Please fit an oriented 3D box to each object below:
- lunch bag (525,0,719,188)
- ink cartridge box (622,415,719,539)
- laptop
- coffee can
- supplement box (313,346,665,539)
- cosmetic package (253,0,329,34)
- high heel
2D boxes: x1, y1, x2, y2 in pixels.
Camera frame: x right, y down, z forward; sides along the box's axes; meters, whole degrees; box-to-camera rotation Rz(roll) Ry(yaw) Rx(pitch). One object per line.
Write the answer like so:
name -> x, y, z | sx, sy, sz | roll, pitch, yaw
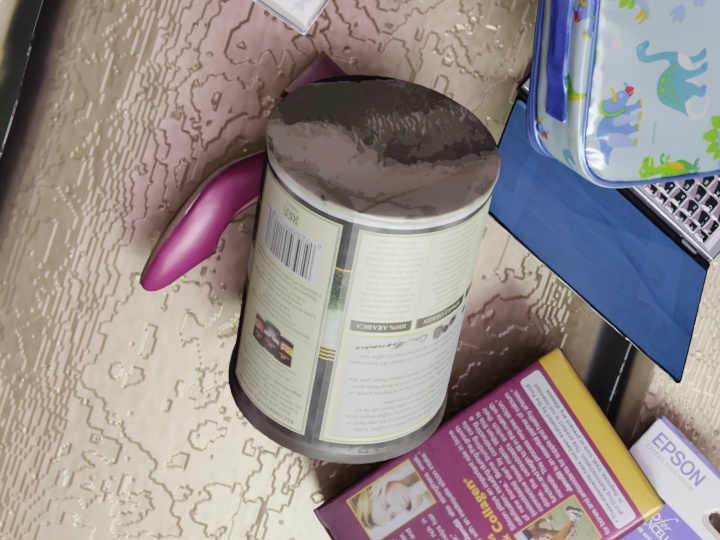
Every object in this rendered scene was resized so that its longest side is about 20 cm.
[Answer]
lunch bag -> 0.184, -0.157, 1.418 | 0.160, 0.082, 0.201 | -10, 114, -28
ink cartridge box -> 0.208, 0.239, 1.589 | 0.200, 0.047, 0.198 | -45, 89, 0
laptop -> 0.198, -0.071, 1.499 | 0.187, 0.116, 0.200 | 41, 95, -16
coffee can -> 0.000, 0.000, 1.434 | 0.145, 0.147, 0.201 | 4, 129, -9
supplement box -> 0.088, 0.161, 1.526 | 0.199, 0.103, 0.131 | -33, 81, 1
cosmetic package -> -0.063, -0.213, 1.382 | 0.103, 0.200, 0.073 | 35, 97, -15
high heel -> -0.054, -0.042, 1.491 | 0.096, 0.067, 0.200 | 42, 91, -5
